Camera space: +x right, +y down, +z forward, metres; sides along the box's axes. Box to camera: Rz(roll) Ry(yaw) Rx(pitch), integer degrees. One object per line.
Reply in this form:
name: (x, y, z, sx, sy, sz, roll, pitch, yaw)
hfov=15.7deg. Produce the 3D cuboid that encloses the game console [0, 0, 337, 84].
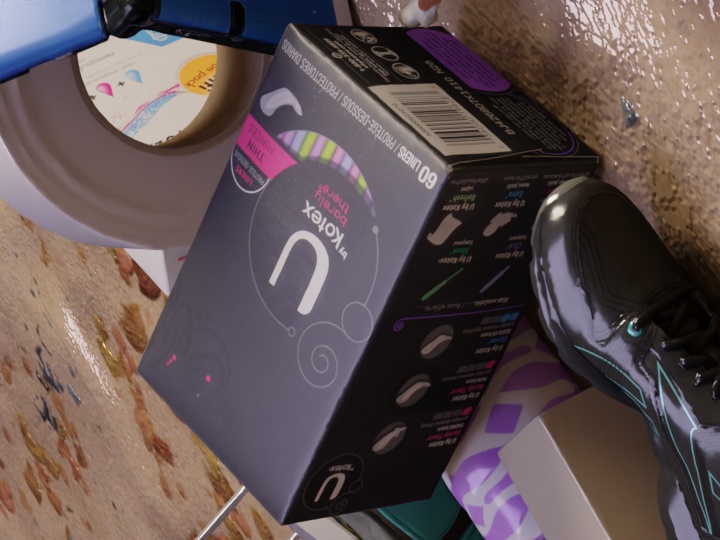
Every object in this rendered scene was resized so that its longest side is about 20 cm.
game console: (-0.124, -0.171, 1.222, 0.118, 0.171, 0.200, -37, 55, 43)

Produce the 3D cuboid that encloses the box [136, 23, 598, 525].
box: (0.000, 0.000, 1.201, 0.122, 0.106, 0.200, 43, 122, 33)

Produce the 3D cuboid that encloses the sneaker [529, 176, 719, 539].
sneaker: (0.146, 0.044, 1.107, 0.079, 0.075, 0.200, -20, 103, 56)

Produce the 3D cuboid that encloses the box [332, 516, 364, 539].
box: (-0.018, 0.076, 1.384, 0.064, 0.070, 0.200, 35, 168, 48)

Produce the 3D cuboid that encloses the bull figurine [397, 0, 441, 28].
bull figurine: (0.001, -0.204, 1.152, 0.200, 0.065, 0.121, 54, 158, 26)

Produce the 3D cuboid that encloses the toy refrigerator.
toy refrigerator: (0.149, 0.145, 1.180, 0.200, 0.076, 0.070, 59, 157, 10)

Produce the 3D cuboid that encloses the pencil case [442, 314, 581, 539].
pencil case: (0.061, 0.060, 1.285, 0.200, 0.084, 0.085, 57, -166, 20)

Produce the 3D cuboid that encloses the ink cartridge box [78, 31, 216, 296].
ink cartridge box: (-0.089, -0.061, 1.430, 0.200, 0.115, 0.068, 43, 150, 40)

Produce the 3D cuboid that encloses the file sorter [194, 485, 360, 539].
file sorter: (-0.012, 0.229, 1.452, 0.200, 0.125, 0.139, 47, 170, -29)

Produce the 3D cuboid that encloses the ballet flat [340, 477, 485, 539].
ballet flat: (0.035, 0.131, 1.364, 0.064, 0.067, 0.200, 20, 158, 48)

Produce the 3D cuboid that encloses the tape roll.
tape roll: (-0.106, -0.111, 1.308, 0.071, 0.202, 0.203, 3, 117, 65)
